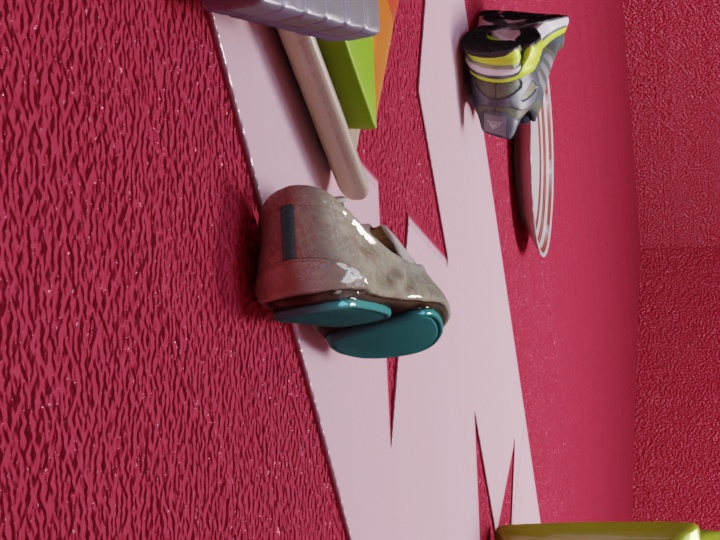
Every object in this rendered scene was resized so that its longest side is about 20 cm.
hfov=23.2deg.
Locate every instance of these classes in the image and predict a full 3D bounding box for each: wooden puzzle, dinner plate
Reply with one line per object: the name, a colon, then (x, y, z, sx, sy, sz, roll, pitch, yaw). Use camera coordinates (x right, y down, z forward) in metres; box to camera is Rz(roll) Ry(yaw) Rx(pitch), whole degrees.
wooden puzzle: (-0.007, -0.163, 0.859, 0.185, 0.037, 0.201, 67, 24, -59)
dinner plate: (0.168, -0.113, 1.705, 0.200, 0.024, 0.201, -2, 90, -77)

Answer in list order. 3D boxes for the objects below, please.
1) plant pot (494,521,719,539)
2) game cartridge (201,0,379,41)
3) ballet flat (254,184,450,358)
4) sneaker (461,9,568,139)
plant pot: (0.205, 0.304, 1.448, 0.181, 0.198, 0.201, 41, 49, -65)
game cartridge: (-0.033, -0.197, 0.700, 0.130, 0.038, 0.201, -3, 89, -73)
ballet flat: (0.000, 0.000, 0.815, 0.200, 0.067, 0.063, 37, 43, -75)
sneaker: (0.121, -0.162, 1.410, 0.200, 0.074, 0.081, -44, 138, -64)
